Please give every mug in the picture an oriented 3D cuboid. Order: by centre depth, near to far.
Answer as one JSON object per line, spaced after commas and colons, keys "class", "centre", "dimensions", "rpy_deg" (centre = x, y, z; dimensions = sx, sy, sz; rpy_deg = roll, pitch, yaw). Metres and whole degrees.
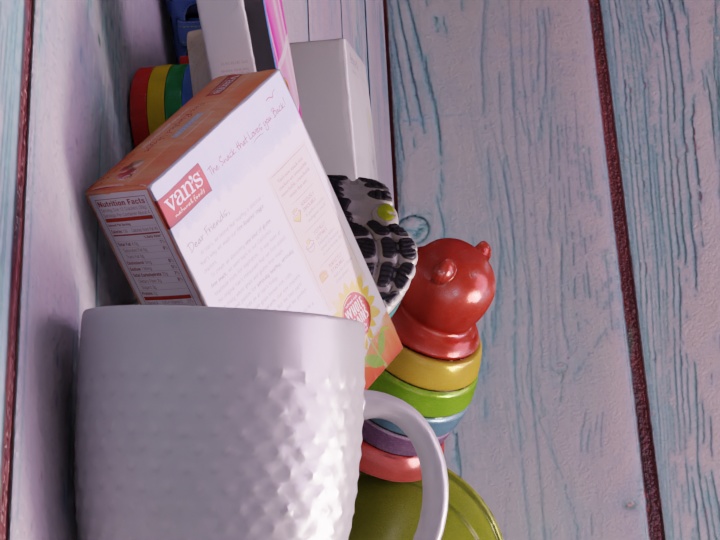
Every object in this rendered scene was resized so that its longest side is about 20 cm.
{"class": "mug", "centre": [-0.049, 0.113, 1.090], "dimensions": [0.148, 0.199, 0.176], "rpy_deg": [167, -73, -71]}

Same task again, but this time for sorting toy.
{"class": "sorting toy", "centre": [-0.094, -0.061, 1.416], "dimensions": [0.200, 0.069, 0.200], "rpy_deg": [-34, 119, -77]}

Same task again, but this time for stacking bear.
{"class": "stacking bear", "centre": [0.047, 0.061, 1.707], "dimensions": [0.121, 0.114, 0.201], "rpy_deg": [-18, 139, -45]}

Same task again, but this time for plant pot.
{"class": "plant pot", "centre": [0.003, 0.275, 1.715], "dimensions": [0.193, 0.199, 0.201], "rpy_deg": [-54, 139, -66]}

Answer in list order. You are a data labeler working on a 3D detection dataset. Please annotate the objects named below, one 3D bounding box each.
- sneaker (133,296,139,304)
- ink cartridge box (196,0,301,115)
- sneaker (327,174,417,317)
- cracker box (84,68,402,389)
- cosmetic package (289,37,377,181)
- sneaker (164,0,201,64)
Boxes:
{"class": "sneaker", "centre": [-0.103, 0.085, 1.307], "dimensions": [0.089, 0.075, 0.201], "rpy_deg": [-77, 156, -44]}
{"class": "ink cartridge box", "centre": [-0.064, -0.103, 1.327], "dimensions": [0.095, 0.037, 0.201], "rpy_deg": [-68, 153, -66]}
{"class": "sneaker", "centre": [0.000, 0.000, 1.531], "dimensions": [0.200, 0.077, 0.080], "rpy_deg": [-91, -177, -65]}
{"class": "cracker box", "centre": [-0.064, 0.002, 1.243], "dimensions": [0.134, 0.057, 0.201], "rpy_deg": [-46, 122, -41]}
{"class": "cosmetic package", "centre": [-0.050, -0.076, 1.729], "dimensions": [0.199, 0.122, 0.201], "rpy_deg": [3, 80, -85]}
{"class": "sneaker", "centre": [-0.100, -0.158, 1.524], "dimensions": [0.201, 0.074, 0.083], "rpy_deg": [78, 10, -46]}
